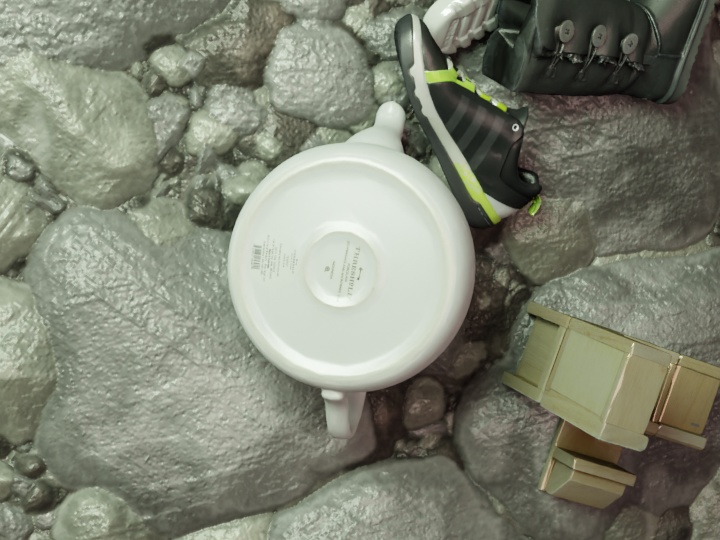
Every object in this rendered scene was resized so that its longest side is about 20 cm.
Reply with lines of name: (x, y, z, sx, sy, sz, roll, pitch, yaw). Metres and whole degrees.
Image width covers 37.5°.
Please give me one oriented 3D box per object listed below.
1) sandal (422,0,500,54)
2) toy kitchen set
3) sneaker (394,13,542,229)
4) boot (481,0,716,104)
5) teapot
sandal: (0.130, -0.252, 0.873, 0.202, 0.082, 0.050, -31, 66, -14)
toy kitchen set: (0.238, 0.146, 0.911, 0.200, 0.180, 0.163, 18, 93, -19)
sneaker: (0.092, -0.127, 0.861, 0.083, 0.072, 0.200, -23, 119, 9)
boot: (0.202, -0.225, 0.881, 0.200, 0.066, 0.165, 0, 103, -30)
teapot: (0.000, 0.000, 0.819, 0.200, 0.146, 0.198, -38, 85, 10)
